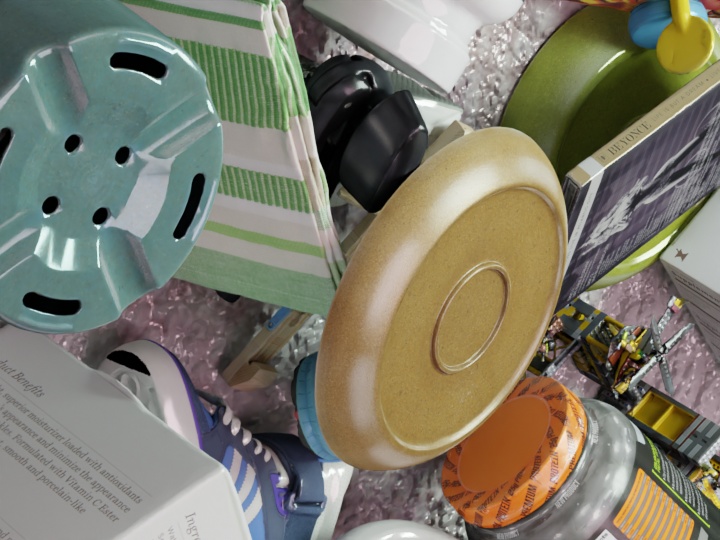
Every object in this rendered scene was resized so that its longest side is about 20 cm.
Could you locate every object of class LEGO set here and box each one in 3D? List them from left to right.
[{"bbox_3d":[0.160,0.117,1.856,0.154,0.116,0.201,-39,132,-19],"label":"LEGO set"}]

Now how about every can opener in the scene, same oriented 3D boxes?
[{"bbox_3d":[-0.034,-0.044,1.570,0.063,0.079,0.200,-4,150,-33],"label":"can opener"}]

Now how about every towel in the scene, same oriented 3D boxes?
[{"bbox_3d":[-0.078,-0.069,1.529,0.023,0.152,0.201,-47,137,-36],"label":"towel"}]

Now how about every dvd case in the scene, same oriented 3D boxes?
[{"bbox_3d":[0.172,-0.057,1.749,0.200,0.016,0.149,-37,159,-32],"label":"dvd case"}]

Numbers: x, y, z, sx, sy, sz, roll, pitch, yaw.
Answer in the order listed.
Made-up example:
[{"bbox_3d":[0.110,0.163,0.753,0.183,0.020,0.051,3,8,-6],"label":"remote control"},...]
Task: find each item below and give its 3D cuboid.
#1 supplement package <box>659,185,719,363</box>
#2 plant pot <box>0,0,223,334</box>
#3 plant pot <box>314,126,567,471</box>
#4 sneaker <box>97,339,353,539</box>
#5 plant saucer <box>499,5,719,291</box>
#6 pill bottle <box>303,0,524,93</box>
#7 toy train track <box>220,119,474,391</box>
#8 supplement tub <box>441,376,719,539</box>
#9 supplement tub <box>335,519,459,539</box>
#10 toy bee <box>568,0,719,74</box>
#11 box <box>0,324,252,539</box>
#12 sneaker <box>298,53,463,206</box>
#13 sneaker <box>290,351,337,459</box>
[{"bbox_3d":[0.291,0.023,1.909,0.114,0.109,0.200,-50,144,-9],"label":"supplement package"},{"bbox_3d":[-0.178,-0.074,1.402,0.199,0.196,0.201,-19,122,-33],"label":"plant pot"},{"bbox_3d":[0.051,0.021,1.580,0.200,0.027,0.201,-36,141,-36],"label":"plant pot"},{"bbox_3d":[-0.071,0.103,1.681,0.146,0.080,0.201,-31,126,-36],"label":"sneaker"},{"bbox_3d":[0.164,-0.074,1.823,0.199,0.031,0.201,-20,124,-33],"label":"plant saucer"},{"bbox_3d":[0.057,-0.205,1.600,0.116,0.116,0.201,29,91,-46],"label":"pill bottle"},{"bbox_3d":[0.000,0.000,1.671,0.200,0.033,0.115,-47,154,12],"label":"toy train track"},{"bbox_3d":[0.145,0.159,1.758,0.200,0.122,0.123,44,80,-28],"label":"supplement tub"},{"bbox_3d":[-0.001,0.252,1.723,0.140,0.141,0.200,-9,147,-38],"label":"supplement tub"},{"bbox_3d":[0.201,-0.184,1.742,0.199,0.108,0.132,-14,81,-45],"label":"toy bee"},{"bbox_3d":[-0.151,0.165,1.547,0.130,0.199,0.201,-33,130,-24],"label":"box"},{"bbox_3d":[-0.026,-0.076,1.627,0.200,0.070,0.081,12,106,-45],"label":"sneaker"},{"bbox_3d":[0.048,0.062,1.712,0.200,0.095,0.080,-30,110,-53],"label":"sneaker"}]
